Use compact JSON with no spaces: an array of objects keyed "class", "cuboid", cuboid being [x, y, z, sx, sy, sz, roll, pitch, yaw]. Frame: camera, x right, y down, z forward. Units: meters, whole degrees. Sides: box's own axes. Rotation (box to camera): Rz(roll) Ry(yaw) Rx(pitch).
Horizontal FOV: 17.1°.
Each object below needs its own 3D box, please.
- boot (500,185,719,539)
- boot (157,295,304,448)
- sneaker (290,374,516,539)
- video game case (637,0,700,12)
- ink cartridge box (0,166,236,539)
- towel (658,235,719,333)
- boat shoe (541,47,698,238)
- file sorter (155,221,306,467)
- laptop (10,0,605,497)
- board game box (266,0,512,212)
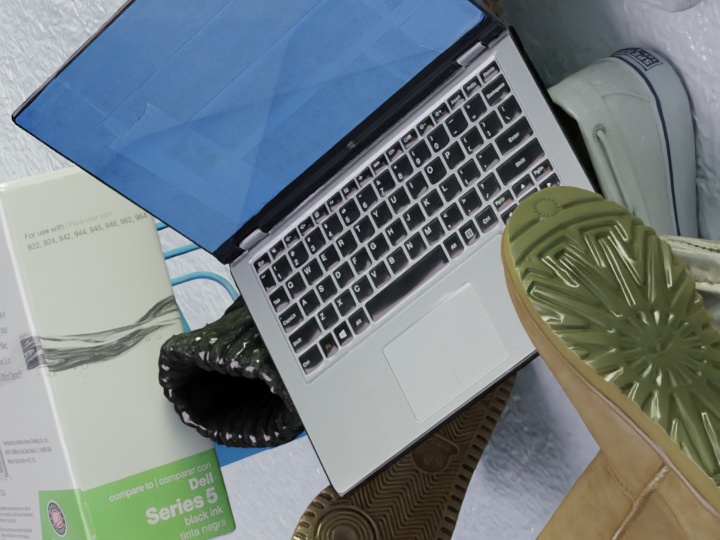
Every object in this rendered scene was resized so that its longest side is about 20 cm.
[{"class":"boot","cuboid":[0.093,0.088,0.972,0.176,0.066,0.200,55,150,23]},{"class":"boot","cuboid":[0.001,0.002,1.146,0.080,0.158,0.211,50,143,2]},{"class":"sneaker","cuboid":[0.011,0.122,1.215,0.071,0.201,0.113,33,151,2]},{"class":"video game case","cuboid":[0.072,-0.222,1.031,0.200,0.022,0.184,29,133,48]},{"class":"ink cartridge box","cuboid":[-0.151,0.051,1.246,0.145,0.084,0.202,-9,95,63]},{"class":"towel","cuboid":[0.166,0.086,0.946,0.132,0.034,0.202,10,116,59]},{"class":"boat shoe","cuboid":[0.109,0.009,1.058,0.074,0.086,0.203,23,128,52]},{"class":"file sorter","cuboid":[-0.083,0.023,1.344,0.123,0.138,0.200,62,151,18]},{"class":"laptop","cuboid":[-0.018,-0.032,1.022,0.187,0.116,0.201,-39,67,30]},{"class":"board game box","cuboid":[-0.020,-0.146,1.098,0.134,0.034,0.201,-24,88,20]}]
